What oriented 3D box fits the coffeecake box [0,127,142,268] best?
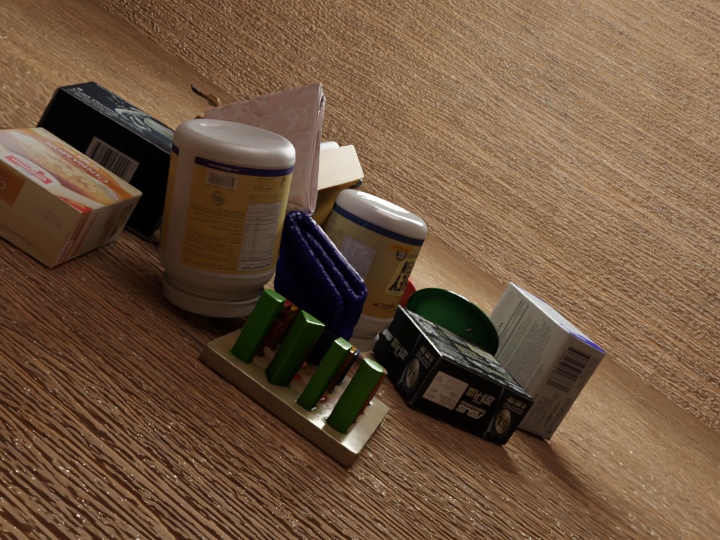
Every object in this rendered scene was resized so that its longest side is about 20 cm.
[{"bbox_3d":[-0.359,-0.090,0.955,0.152,0.074,0.200,33,11,-3],"label":"coffeecake box"}]

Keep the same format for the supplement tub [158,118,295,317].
[{"bbox_3d":[-0.160,-0.063,0.986,0.142,0.204,0.146,11,18,-4],"label":"supplement tub"}]

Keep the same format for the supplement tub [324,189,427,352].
[{"bbox_3d":[0.000,0.000,1.213,0.142,0.203,0.145,21,11,-4],"label":"supplement tub"}]

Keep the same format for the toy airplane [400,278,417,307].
[{"bbox_3d":[0.005,-0.014,1.491,0.197,0.143,0.200,20,17,-46],"label":"toy airplane"}]

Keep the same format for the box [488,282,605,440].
[{"bbox_3d":[0.296,0.156,1.470,0.104,0.186,0.200,24,14,-30],"label":"box"}]

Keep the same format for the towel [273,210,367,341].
[{"bbox_3d":[-0.061,0.025,1.071,0.148,0.049,0.201,49,-24,13],"label":"towel"}]

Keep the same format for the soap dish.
[{"bbox_3d":[-0.090,-0.105,1.229,0.081,0.158,0.199,46,30,12],"label":"soap dish"}]

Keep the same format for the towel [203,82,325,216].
[{"bbox_3d":[-0.139,-0.145,1.110,0.196,0.195,0.032,-7,-27,27],"label":"towel"}]

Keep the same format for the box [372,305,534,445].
[{"bbox_3d":[0.136,0.157,1.264,0.198,0.087,0.164,27,12,-30],"label":"box"}]

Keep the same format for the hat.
[{"bbox_3d":[0.105,0.142,1.368,0.197,0.167,0.177,25,49,15],"label":"hat"}]

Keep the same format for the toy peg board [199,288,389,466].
[{"bbox_3d":[-0.047,0.099,0.960,0.198,0.099,0.199,35,11,8],"label":"toy peg board"}]

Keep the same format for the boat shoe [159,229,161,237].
[{"bbox_3d":[-0.219,-0.090,1.207,0.066,0.074,0.199,48,40,11],"label":"boat shoe"}]

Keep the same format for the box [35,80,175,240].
[{"bbox_3d":[-0.344,-0.163,1.195,0.198,0.125,0.197,30,9,-12],"label":"box"}]

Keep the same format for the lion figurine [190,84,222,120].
[{"bbox_3d":[-0.216,-0.186,1.306,0.122,0.072,0.203,28,-42,56],"label":"lion figurine"}]
